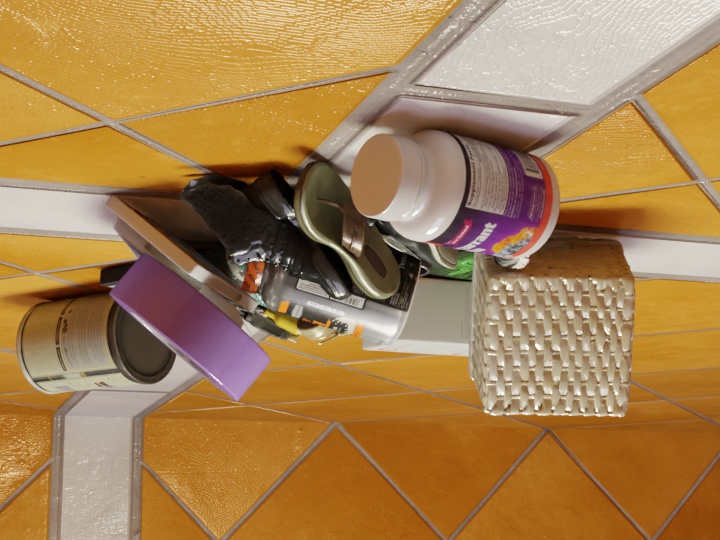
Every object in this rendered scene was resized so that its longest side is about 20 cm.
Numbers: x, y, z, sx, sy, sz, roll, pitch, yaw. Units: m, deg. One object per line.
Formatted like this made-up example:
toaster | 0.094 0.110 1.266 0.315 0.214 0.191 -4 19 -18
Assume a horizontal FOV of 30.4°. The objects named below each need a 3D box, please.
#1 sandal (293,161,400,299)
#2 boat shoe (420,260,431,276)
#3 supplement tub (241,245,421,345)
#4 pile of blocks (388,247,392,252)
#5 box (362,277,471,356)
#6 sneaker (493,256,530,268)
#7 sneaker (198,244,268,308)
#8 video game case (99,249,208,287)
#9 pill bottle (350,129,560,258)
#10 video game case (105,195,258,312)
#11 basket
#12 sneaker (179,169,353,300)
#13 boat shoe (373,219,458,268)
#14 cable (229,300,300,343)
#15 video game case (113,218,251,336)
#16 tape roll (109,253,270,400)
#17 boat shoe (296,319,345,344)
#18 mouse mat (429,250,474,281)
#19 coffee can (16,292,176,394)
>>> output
sandal | -0.003 -0.047 1.428 0.057 0.080 0.201 -4 142 39
boat shoe | 0.000 0.000 1.701 0.200 0.057 0.067 -18 148 20
supplement tub | -0.036 0.007 1.605 0.200 0.123 0.123 17 165 -4
pile of blocks | -0.057 -0.053 1.514 0.200 0.082 0.062 10 146 -11
box | 0.117 0.071 1.990 0.200 0.098 0.124 5 169 -24
sneaker | 0.156 -0.054 1.529 0.087 0.074 0.200 2 165 3
sneaker | -0.153 0.007 1.765 0.091 0.078 0.200 -8 156 18
video game case | -0.235 0.012 1.880 0.200 0.026 0.181 -10 164 34
pill bottle | 0.093 -0.079 1.325 0.200 0.112 0.111 9 164 -36
video game case | -0.209 -0.017 1.578 0.143 0.017 0.200 38 178 21
basket | 0.243 0.069 1.683 0.198 0.200 0.161 1 -165 -1
sneaker | -0.101 -0.032 1.451 0.104 0.200 0.060 -30 -163 14
boat shoe | 0.062 -0.051 1.544 0.067 0.072 0.200 -2 163 28
cable | -0.156 0.046 1.862 0.200 0.050 0.097 29 -179 -16
video game case | -0.221 0.018 1.679 0.182 0.023 0.200 38 171 9
tape roll | -0.203 0.068 1.584 0.200 0.066 0.200 38 169 8
boat shoe | -0.005 0.049 1.767 0.073 0.063 0.200 1 -154 43
mouse mat | 0.179 -0.011 1.854 0.161 0.008 0.200 9 163 -36
coffee can | -0.400 0.108 2.017 0.200 0.147 0.146 -8 165 30
